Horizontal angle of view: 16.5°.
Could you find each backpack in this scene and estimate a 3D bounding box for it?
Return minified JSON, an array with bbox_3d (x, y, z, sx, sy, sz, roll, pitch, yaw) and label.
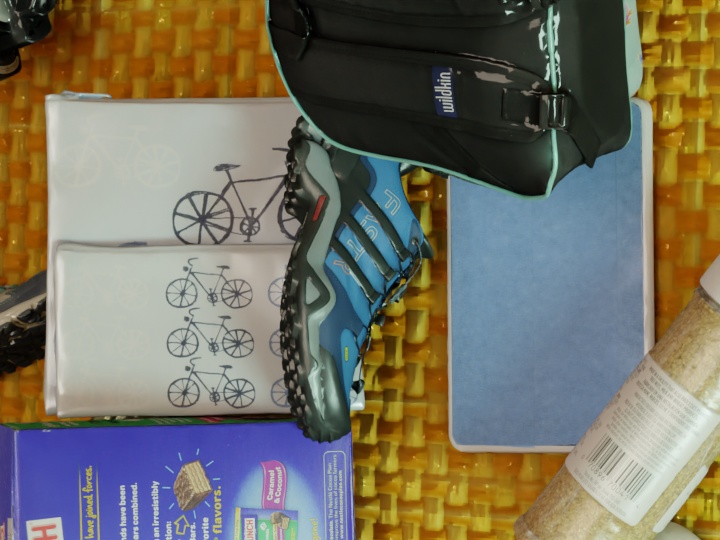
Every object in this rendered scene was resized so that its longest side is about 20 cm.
[{"bbox_3d":[0.051,-0.144,1.360,0.200,0.153,0.176,7,119,31],"label":"backpack"}]

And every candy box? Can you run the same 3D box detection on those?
[{"bbox_3d":[-0.108,0.170,1.432,0.077,0.200,0.169,171,99,-71],"label":"candy box"}]

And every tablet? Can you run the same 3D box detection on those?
[{"bbox_3d":[0.108,0.004,1.418,0.130,0.014,0.200,-2,87,29],"label":"tablet"}]

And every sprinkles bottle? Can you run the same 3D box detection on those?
[{"bbox_3d":[0.166,0.083,1.341,0.068,0.068,0.200,42,102,24],"label":"sprinkles bottle"}]

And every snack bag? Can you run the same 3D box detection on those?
[{"bbox_3d":[-0.092,-0.012,1.466,0.188,0.021,0.200,0,79,-4],"label":"snack bag"}]

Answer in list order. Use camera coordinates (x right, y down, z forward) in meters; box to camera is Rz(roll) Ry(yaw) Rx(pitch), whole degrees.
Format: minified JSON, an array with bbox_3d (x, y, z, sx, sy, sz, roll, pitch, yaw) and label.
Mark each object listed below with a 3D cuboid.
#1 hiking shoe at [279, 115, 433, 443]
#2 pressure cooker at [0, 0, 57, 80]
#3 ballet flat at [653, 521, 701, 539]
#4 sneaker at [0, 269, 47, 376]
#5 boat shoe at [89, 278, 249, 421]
[{"bbox_3d":[0.000,0.000,1.420,0.087,0.074,0.200,4,77,-7],"label":"hiking shoe"},{"bbox_3d":[-0.283,-0.206,1.548,0.200,0.176,0.179,-16,52,25],"label":"pressure cooker"},{"bbox_3d":[0.189,0.226,1.334,0.069,0.069,0.200,-30,74,25],"label":"ballet flat"},{"bbox_3d":[-0.268,0.032,1.594,0.200,0.078,0.086,-25,73,26],"label":"sneaker"},{"bbox_3d":[-0.108,0.080,1.507,0.063,0.073,0.201,36,95,16],"label":"boat shoe"}]
